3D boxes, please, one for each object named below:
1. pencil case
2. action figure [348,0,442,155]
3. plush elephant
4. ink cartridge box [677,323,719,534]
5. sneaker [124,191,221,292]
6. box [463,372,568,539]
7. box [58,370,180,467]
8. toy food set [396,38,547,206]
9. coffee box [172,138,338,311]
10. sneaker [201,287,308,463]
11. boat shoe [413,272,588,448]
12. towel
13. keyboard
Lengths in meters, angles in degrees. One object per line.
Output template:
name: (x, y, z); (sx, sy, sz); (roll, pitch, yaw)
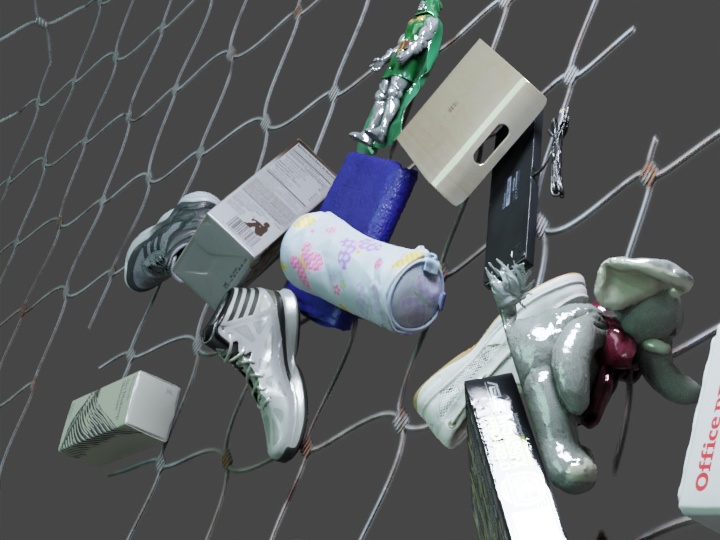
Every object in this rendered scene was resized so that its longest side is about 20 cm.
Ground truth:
pencil case: (0.000, 0.000, 1.657); (0.199, 0.082, 0.092); (21, 103, 47)
action figure: (0.050, -0.241, 1.871); (0.118, 0.054, 0.202); (-5, 58, 61)
plush elephant: (0.202, 0.067, 1.264); (0.153, 0.165, 0.202); (-18, 78, 5)
ink cartridge box: (0.325, 0.109, 1.062); (0.199, 0.084, 0.146); (-12, 56, 55)
sneaker: (-0.265, -0.014, 2.175); (0.200, 0.075, 0.115); (-43, 31, 28)
box: (0.125, 0.208, 1.257); (0.201, 0.044, 0.162); (-103, 5, -52)
box: (-0.324, 0.201, 2.097); (0.199, 0.068, 0.083); (-26, 44, 49)
toy food set: (0.119, -0.156, 1.663); (0.144, 0.060, 0.200); (-49, 23, 9)
coffee box: (-0.119, -0.055, 1.847); (0.200, 0.080, 0.113); (-44, -5, -47)
sneaker: (-0.126, 0.114, 1.753); (0.076, 0.114, 0.203); (-35, 55, 53)
boat shoe: (0.140, 0.086, 1.427); (0.200, 0.071, 0.070); (-44, 59, 17)
towel: (-0.009, -0.032, 1.795); (0.147, 0.049, 0.202); (21, 86, 59)
keyboard: (0.169, -0.087, 1.567); (0.127, 0.020, 0.202); (-38, 37, 49)
